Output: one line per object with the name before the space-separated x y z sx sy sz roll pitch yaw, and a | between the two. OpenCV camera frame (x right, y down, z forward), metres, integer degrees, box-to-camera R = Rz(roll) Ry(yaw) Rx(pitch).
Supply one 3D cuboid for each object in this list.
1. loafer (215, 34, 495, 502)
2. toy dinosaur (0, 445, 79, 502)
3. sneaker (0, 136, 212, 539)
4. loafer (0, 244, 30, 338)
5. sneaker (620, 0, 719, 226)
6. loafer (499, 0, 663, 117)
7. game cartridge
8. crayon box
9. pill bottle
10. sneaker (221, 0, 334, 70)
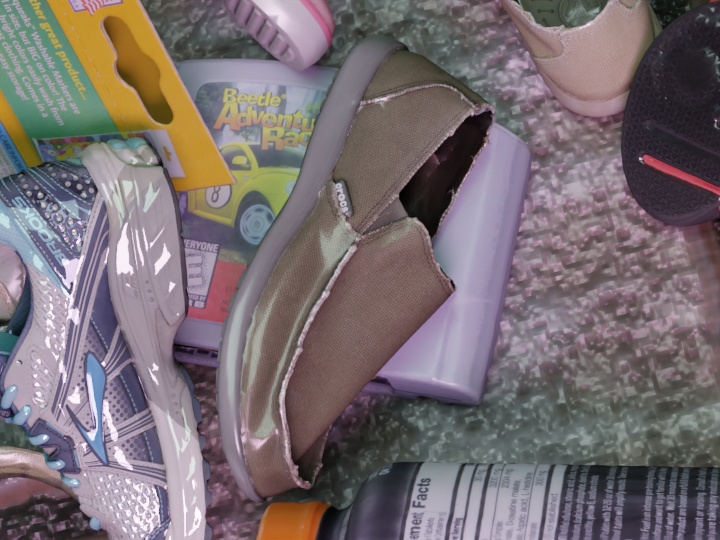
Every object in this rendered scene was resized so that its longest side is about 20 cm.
loafer | 0.000 0.000 1.081 0.069 0.075 0.201 14 74 19
toy dinosaur | -0.199 0.074 1.126 0.199 0.088 0.048 -1 48 9
sneaker | -0.111 0.049 1.085 0.086 0.078 0.201 -9 101 -12
loafer | -0.216 -0.006 1.136 0.199 0.072 0.063 3 116 16
sneaker | 0.182 -0.105 1.127 0.074 0.087 0.201 33 104 25
loafer | 0.069 -0.161 1.165 0.075 0.068 0.200 -32 69 -2
game cartridge | -0.033 -0.022 1.154 0.199 0.041 0.134 8 69 13
crayon box | -0.154 -0.084 1.116 0.199 0.126 0.052 -7 38 27
pill bottle | 0.059 0.127 1.048 0.199 0.106 0.107 1 71 11
sneaker | -0.046 -0.180 1.178 0.104 0.075 0.200 -37 55 -3
